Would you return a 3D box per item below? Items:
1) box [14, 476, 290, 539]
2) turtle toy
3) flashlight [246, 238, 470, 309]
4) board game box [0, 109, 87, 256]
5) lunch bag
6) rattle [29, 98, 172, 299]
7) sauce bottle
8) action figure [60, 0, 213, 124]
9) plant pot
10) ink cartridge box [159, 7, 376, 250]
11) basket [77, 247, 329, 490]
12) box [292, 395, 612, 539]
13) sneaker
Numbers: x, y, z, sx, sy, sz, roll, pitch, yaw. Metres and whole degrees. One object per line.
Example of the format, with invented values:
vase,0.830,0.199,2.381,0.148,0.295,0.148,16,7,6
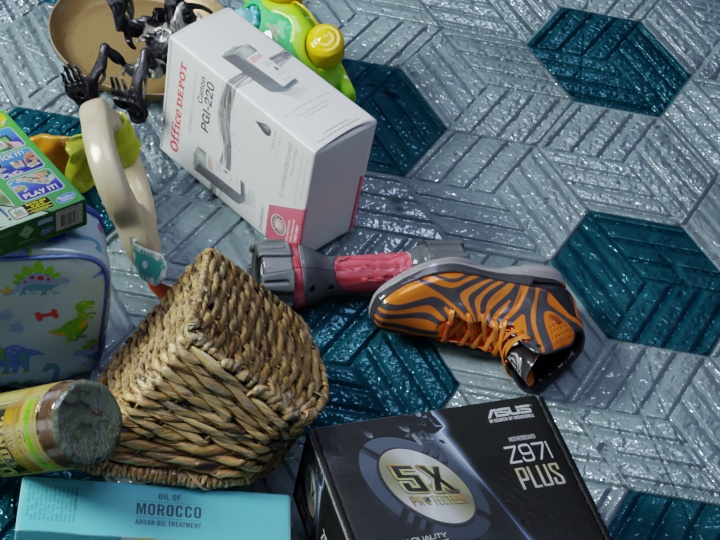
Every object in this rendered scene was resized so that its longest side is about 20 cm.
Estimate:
box,-0.155,0.203,1.158,0.199,0.083,0.049,5,46,-9
turtle toy,-0.069,-0.195,1.549,0.101,0.146,0.201,-30,73,-10
flashlight,0.000,0.000,1.406,0.199,0.068,0.068,-4,36,-15
board game box,-0.328,-0.049,1.178,0.199,0.029,0.135,-24,51,-31
lunch bag,-0.301,0.018,1.248,0.199,0.161,0.083,-4,47,-16
rattle,-0.245,-0.042,1.391,0.142,0.130,0.201,-13,76,-12
sauce bottle,-0.256,0.122,1.150,0.064,0.199,0.065,13,70,-41
action figure,-0.206,-0.231,1.526,0.118,0.102,0.200,13,45,15
plant pot,-0.225,-0.238,1.617,0.199,0.028,0.201,8,45,-8
ink cartridge box,-0.092,-0.129,1.457,0.085,0.146,0.200,-31,59,-35
basket,-0.119,0.102,1.226,0.143,0.149,0.200,39,14,-14
box,0.069,0.193,1.171,0.199,0.086,0.164,-6,47,-19
sneaker,0.112,0.051,1.380,0.199,0.078,0.112,-4,46,-18
